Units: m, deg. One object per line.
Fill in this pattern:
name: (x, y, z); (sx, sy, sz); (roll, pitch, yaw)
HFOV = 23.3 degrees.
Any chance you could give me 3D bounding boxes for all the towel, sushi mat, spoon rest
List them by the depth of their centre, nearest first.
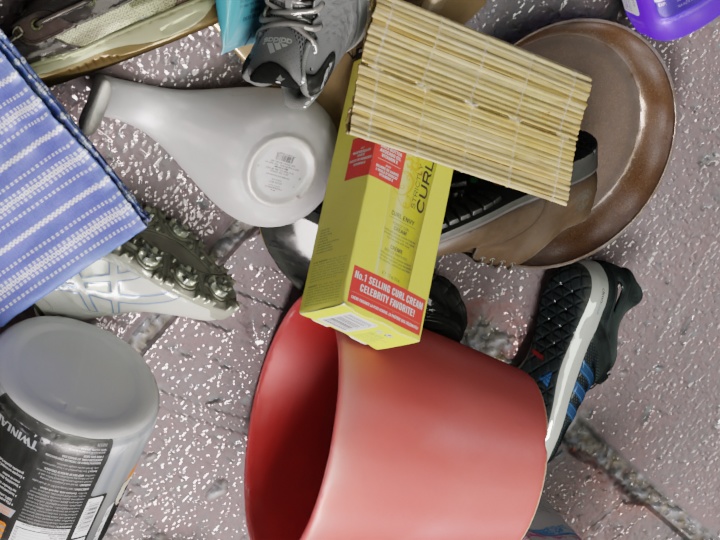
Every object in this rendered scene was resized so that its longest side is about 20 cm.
towel: (-0.243, -0.070, 1.093); (0.144, 0.024, 0.200); (-31, 109, 25)
sushi mat: (0.076, -0.114, 1.185); (0.199, 0.012, 0.097); (16, 87, -34)
spoon rest: (-0.102, -0.091, 1.190); (0.199, 0.061, 0.100); (18, 105, -32)

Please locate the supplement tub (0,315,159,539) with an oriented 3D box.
supplement tub: (-0.223, 0.141, 1.199); (0.121, 0.123, 0.201); (8, 129, -28)

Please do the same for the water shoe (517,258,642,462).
water shoe: (0.169, 0.088, 1.403); (0.078, 0.072, 0.202); (5, 117, -35)

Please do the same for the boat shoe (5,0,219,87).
boat shoe: (-0.187, -0.157, 1.118); (0.198, 0.073, 0.065); (-19, 95, -5)

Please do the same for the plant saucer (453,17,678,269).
plant saucer: (0.148, -0.098, 1.322); (0.198, 0.032, 0.202); (-10, 118, -19)

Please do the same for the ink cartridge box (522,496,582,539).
ink cartridge box: (0.125, 0.275, 1.398); (0.085, 0.200, 0.149); (19, 106, -32)

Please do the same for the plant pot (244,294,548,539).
plant pot: (0.029, 0.127, 1.267); (0.176, 0.201, 0.202); (11, 110, -19)

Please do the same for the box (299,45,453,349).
box: (0.018, -0.054, 1.181); (0.075, 0.050, 0.202); (27, 66, -33)

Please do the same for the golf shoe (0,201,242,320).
golf shoe: (-0.181, 0.001, 1.206); (0.199, 0.079, 0.097); (24, 121, -27)

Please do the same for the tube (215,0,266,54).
tube: (-0.078, -0.242, 1.100); (0.077, 0.050, 0.202); (-29, 119, -60)

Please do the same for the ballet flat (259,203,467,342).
ballet flat: (0.000, 0.000, 1.301); (0.199, 0.057, 0.066); (35, 121, -29)

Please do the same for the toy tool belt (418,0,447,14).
toy tool belt: (0.083, -0.266, 1.162); (0.201, 0.124, 0.123); (-55, 158, -13)

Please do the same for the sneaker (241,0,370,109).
sneaker: (-0.037, -0.174, 1.082); (0.201, 0.074, 0.116); (79, 29, -54)

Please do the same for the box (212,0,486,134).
box: (-0.025, -0.201, 1.194); (0.163, 0.021, 0.200); (-42, 125, -1)

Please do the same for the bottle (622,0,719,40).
bottle: (0.209, -0.266, 1.243); (0.083, 0.065, 0.201); (-32, 124, -13)

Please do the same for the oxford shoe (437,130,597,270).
oxford shoe: (0.089, -0.030, 1.268); (0.198, 0.073, 0.085); (-19, 124, -15)
